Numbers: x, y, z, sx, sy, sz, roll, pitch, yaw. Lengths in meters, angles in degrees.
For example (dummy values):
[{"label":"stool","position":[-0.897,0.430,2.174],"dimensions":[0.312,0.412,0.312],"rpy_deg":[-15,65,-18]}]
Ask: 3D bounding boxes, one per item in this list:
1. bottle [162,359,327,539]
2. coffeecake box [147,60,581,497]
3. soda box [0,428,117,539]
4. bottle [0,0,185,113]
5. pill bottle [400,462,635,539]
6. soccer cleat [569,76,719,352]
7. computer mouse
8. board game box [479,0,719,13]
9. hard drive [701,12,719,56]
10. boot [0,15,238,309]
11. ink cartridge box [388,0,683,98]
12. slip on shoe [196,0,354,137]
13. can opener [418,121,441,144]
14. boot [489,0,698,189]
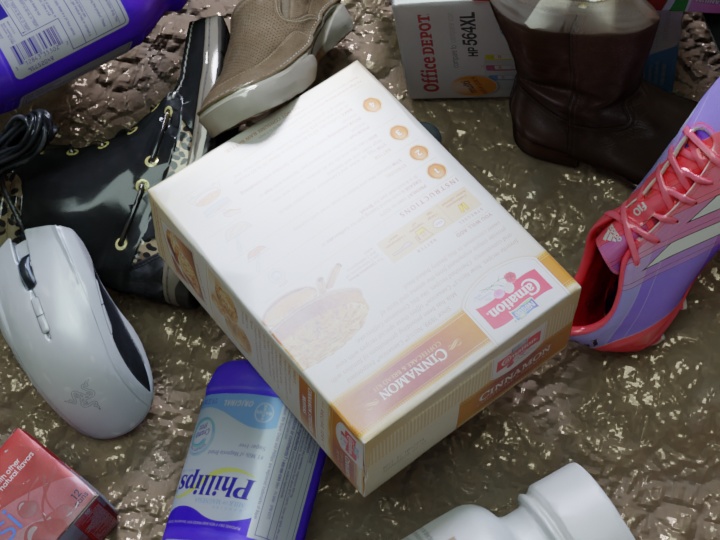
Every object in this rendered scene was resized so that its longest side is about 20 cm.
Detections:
[{"label":"bottle","position":[-0.073,0.152,0.906],"dimensions":[0.083,0.065,0.201],"rpy_deg":[-3,63,42]},{"label":"coffeecake box","position":[0.000,0.000,0.894],"dimensions":[0.153,0.073,0.200],"rpy_deg":[-34,64,-19]},{"label":"soda box","position":[-0.234,0.194,0.916],"dimensions":[0.070,0.063,0.200],"rpy_deg":[36,75,19]},{"label":"bottle","position":[-0.172,-0.175,0.997],"dimensions":[0.200,0.065,0.084],"rpy_deg":[-32,88,-21]},{"label":"pill bottle","position":[0.055,0.193,0.851],"dimensions":[0.200,0.114,0.115],"rpy_deg":[-30,67,-6]},{"label":"soccer cleat","position":[0.175,-0.033,0.895],"dimensions":[0.076,0.200,0.067],"rpy_deg":[2,39,-33]},{"label":"computer mouse","position":[-0.191,0.012,0.954],"dimensions":[0.109,0.044,0.200],"rpy_deg":[-28,91,13]},{"label":"board game box","position":[0.169,-0.226,0.914],"dimensions":[0.199,0.040,0.154],"rpy_deg":[5,69,8]},{"label":"hard drive","position":[0.276,-0.096,0.939],"dimensions":[0.038,0.139,0.201],"rpy_deg":[-36,61,37]},{"label":"boot","position":[-0.160,-0.075,1.018],"dimensions":[0.150,0.073,0.201],"rpy_deg":[3,73,9]},{"label":"ink cartridge box","position":[0.099,-0.191,1.000],"dimensions":[0.199,0.129,0.126],"rpy_deg":[-1,68,7]},{"label":"slip on shoe","position":[-0.058,-0.142,0.974],"dimensions":[0.076,0.200,0.061],"rpy_deg":[-23,107,28]},{"label":"can opener","position":[0.018,0.003,0.969],"dimensions":[0.066,0.053,0.201],"rpy_deg":[6,68,11]},{"label":"boot","position":[0.169,-0.111,0.917],"dimensions":[0.186,0.200,0.064],"rpy_deg":[8,69,11]}]
